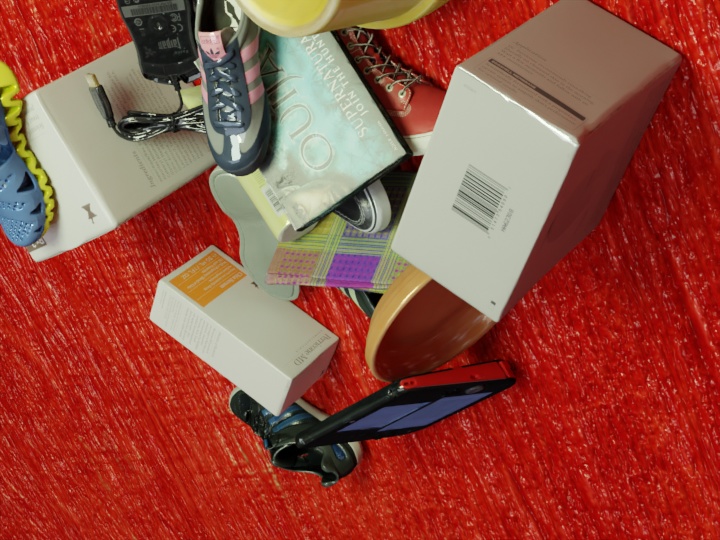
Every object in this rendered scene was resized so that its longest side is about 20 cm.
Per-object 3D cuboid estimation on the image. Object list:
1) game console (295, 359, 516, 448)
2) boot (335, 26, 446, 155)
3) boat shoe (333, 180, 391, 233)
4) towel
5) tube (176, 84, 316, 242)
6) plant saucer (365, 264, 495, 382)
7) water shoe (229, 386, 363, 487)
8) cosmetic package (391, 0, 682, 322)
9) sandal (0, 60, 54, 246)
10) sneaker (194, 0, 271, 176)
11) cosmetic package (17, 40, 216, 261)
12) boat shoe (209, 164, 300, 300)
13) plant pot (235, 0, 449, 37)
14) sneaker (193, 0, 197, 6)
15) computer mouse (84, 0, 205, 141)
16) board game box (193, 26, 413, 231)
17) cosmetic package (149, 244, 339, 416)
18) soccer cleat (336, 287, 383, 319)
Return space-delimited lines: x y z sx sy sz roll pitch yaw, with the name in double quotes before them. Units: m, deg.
"game console" 0.050 0.146 1.359 0.200 0.177 0.031 -34 70 45
"boot" 0.031 -0.188 1.229 0.200 0.072 0.144 3 118 41
"boat shoe" -0.054 -0.104 1.276 0.200 0.068 0.072 48 141 18
"towel" -0.004 -0.042 1.312 0.200 0.144 0.023 3 153 37
"tube" -0.113 -0.122 1.340 0.052 0.058 0.200 -38 72 16
"plant saucer" 0.082 0.029 1.242 0.037 0.200 0.200 50 139 27
"water shoe" -0.093 0.197 1.567 0.200 0.079 0.072 20 128 28
"cosmetic package" 0.149 -0.101 1.096 0.123 0.200 0.200 36 134 18
"sandal" -0.378 -0.111 1.303 0.079 0.087 0.200 4 121 33
"sneaker" -0.128 -0.189 1.189 0.070 0.082 0.200 -4 90 18
"cosmetic package" -0.291 -0.138 1.420 0.165 0.200 0.165 -19 105 43
"boat shoe" -0.104 -0.053 1.427 0.076 0.060 0.200 5 135 24
"plant pot" -0.018 -0.295 1.112 0.201 0.189 0.201 20 128 28
"sneaker" -0.155 -0.252 1.326 0.200 0.080 0.131 29 130 22
"computer mouse" -0.218 -0.224 1.292 0.140 0.046 0.200 -9 124 13
"board game box" -0.057 -0.156 1.224 0.135 0.028 0.200 -35 80 17
"cosmetic package" -0.137 0.068 1.503 0.200 0.101 0.071 35 133 14
"soccer cleat" 0.000 0.000 1.354 0.200 0.068 0.081 45 164 17
